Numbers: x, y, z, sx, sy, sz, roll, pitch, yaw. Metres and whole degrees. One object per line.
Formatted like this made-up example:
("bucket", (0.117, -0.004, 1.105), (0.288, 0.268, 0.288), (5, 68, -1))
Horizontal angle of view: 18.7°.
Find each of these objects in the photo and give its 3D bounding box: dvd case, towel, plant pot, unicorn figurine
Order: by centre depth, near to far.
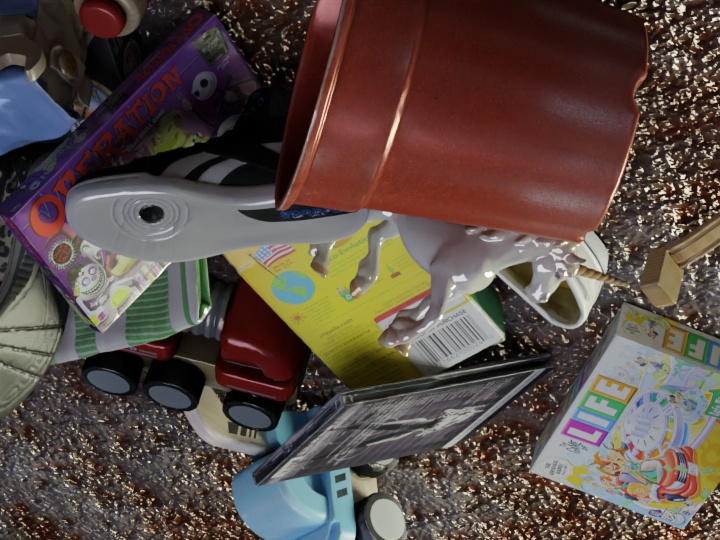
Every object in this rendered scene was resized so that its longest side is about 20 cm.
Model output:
("plant pot", (0.064, -0.111, 1.365), (0.195, 0.201, 0.201), (14, 142, -8))
("unicorn figurine", (0.055, -0.011, 1.453), (0.200, 0.137, 0.074), (45, -171, 17))
("towel", (-0.194, -0.015, 1.599), (0.200, 0.153, 0.023), (-12, 169, 34))
("dvd case", (0.033, 0.113, 1.671), (0.200, 0.016, 0.149), (-8, 156, -35))

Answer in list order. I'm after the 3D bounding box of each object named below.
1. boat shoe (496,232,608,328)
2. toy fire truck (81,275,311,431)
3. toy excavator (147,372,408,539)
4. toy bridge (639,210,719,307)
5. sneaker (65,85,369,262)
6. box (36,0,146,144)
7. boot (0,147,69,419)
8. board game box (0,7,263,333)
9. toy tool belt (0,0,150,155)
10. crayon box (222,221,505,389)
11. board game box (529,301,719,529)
("boat shoe", (0.094, -0.027, 1.521), (0.074, 0.086, 0.202), (-19, 128, 37))
("toy fire truck", (-0.121, 0.008, 1.643), (0.175, 0.129, 0.200), (14, 151, 5))
("toy excavator", (-0.073, 0.146, 1.770), (0.200, 0.195, 0.100), (11, 152, -39))
("toy bridge", (0.279, -0.029, 1.459), (0.200, 0.067, 0.027), (-19, 129, 39))
("sneaker", (-0.097, -0.069, 1.469), (0.199, 0.112, 0.073), (-1, 138, -6))
("box", (-0.239, -0.172, 1.517), (0.160, 0.044, 0.200), (5, 139, 18))
("boot", (-0.285, -0.003, 1.609), (0.153, 0.204, 0.073), (19, -178, 37))
("board game box", (-0.143, -0.068, 1.491), (0.032, 0.200, 0.120), (22, 154, 51))
("toy tool belt", (-0.229, -0.124, 1.437), (0.200, 0.123, 0.125), (-17, 129, 36))
("crayon box", (0.000, 0.000, 1.593), (0.127, 0.051, 0.200), (-28, 125, 21))
("board game box", (0.225, 0.115, 1.678), (0.134, 0.034, 0.200), (21, 141, -2))
